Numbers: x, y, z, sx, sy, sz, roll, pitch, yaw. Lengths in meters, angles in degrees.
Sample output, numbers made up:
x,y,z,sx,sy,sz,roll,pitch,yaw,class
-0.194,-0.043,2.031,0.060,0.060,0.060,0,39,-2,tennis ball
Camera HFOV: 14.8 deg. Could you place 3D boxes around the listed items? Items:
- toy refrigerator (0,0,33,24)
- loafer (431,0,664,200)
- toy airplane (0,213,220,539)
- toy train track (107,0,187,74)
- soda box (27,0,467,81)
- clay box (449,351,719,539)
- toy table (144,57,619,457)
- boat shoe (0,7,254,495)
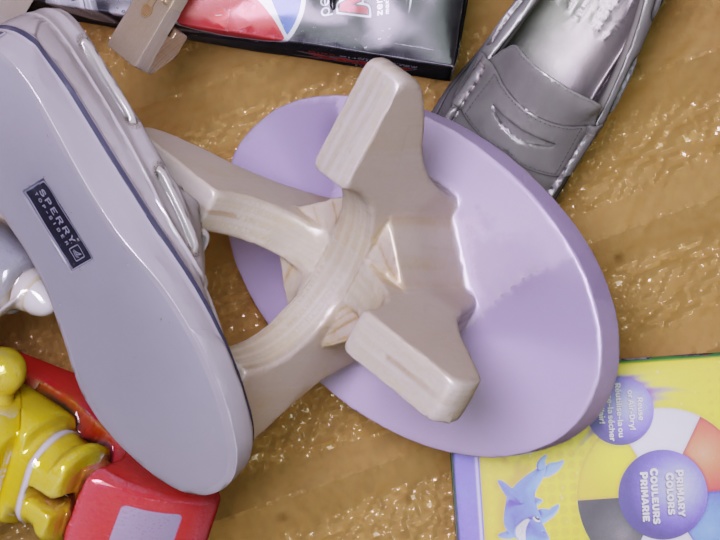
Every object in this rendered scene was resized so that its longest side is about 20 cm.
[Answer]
x,y,z,sx,sy,sz,roll,pitch,yaw,class
-0.211,-0.177,1.165,0.200,0.070,0.076,30,88,31,toy refrigerator
0.073,-0.076,1.197,0.070,0.070,0.201,29,89,1,loafer
-0.179,0.060,1.158,0.198,0.141,0.201,-19,105,21,toy airplane
-0.039,-0.170,1.142,0.115,0.032,0.201,38,100,42,toy train track
-0.052,-0.130,1.199,0.199,0.071,0.064,9,89,1,soda box
0.139,0.094,1.203,0.199,0.048,0.116,-4,89,1,clay box
0.000,0.000,1.137,0.199,0.117,0.185,25,103,28,toy table
-0.092,-0.010,1.087,0.072,0.066,0.201,-28,97,41,boat shoe
